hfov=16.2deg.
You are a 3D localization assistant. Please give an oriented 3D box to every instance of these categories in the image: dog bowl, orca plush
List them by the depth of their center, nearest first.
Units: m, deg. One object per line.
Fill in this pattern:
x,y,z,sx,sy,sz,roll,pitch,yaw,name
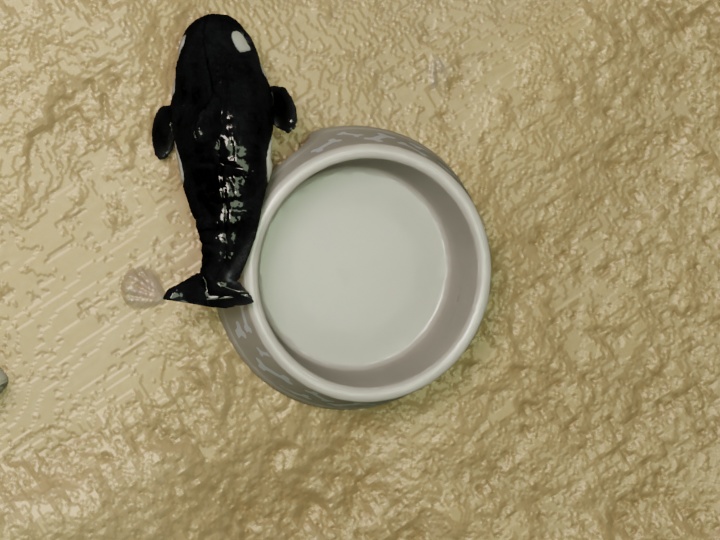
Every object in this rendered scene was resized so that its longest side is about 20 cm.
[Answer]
-0.108,-0.079,1.682,0.105,0.071,0.201,10,83,23,orca plush
0.000,0.000,1.744,0.199,0.059,0.202,-1,95,-14,dog bowl

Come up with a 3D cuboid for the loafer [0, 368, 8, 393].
-0.328,0.110,1.672,0.200,0.072,0.063,-36,85,-15,loafer
